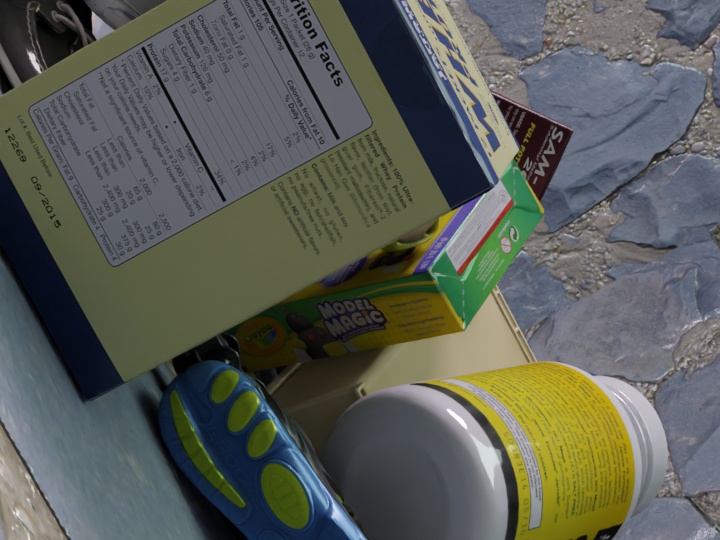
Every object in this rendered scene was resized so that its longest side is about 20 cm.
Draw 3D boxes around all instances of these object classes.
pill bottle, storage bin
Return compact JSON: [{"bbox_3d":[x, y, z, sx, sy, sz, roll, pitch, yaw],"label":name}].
[{"bbox_3d":[0.079,0.108,0.988,0.200,0.112,0.113,-5,63,-51],"label":"pill bottle"},{"bbox_3d":[0.044,0.121,1.126,0.199,0.094,0.200,62,32,-11],"label":"storage bin"}]

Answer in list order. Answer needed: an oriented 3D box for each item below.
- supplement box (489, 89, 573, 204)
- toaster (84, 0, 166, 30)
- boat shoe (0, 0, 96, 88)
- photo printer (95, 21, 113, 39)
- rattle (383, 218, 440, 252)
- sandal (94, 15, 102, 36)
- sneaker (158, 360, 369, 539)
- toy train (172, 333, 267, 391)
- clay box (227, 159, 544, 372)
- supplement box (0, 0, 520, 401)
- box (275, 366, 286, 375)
[{"bbox_3d":[0.018,-0.107,1.137,0.200,0.061,0.109,22,7,-18],"label":"supplement box"},{"bbox_3d":[-0.084,-0.192,1.044,0.114,0.129,0.200,36,18,-22],"label":"toaster"},{"bbox_3d":[-0.174,-0.148,1.029,0.067,0.057,0.200,59,5,-35],"label":"boat shoe"},{"bbox_3d":[-0.062,-0.100,1.233,0.200,0.070,0.166,12,25,-38],"label":"photo printer"},{"bbox_3d":[-0.029,-0.098,0.981,0.130,0.142,0.200,-111,-164,-51],"label":"rattle"},{"bbox_3d":[-0.142,-0.140,1.399,0.050,0.083,0.203,8,-33,37],"label":"sandal"},{"bbox_3d":[-0.026,0.131,0.904,0.200,0.071,0.083,59,10,6],"label":"sneaker"},{"bbox_3d":[-0.040,0.123,0.972,0.200,0.046,0.034,60,4,-12],"label":"toy train"},{"bbox_3d":[0.000,0.000,1.103,0.048,0.200,0.115,58,45,-21],"label":"clay box"},{"bbox_3d":[-0.048,-0.060,0.858,0.135,0.199,0.200,62,11,-4],"label":"supplement box"},{"bbox_3d":[-0.005,0.091,1.296,0.200,0.064,0.070,66,-34,31],"label":"box"}]
